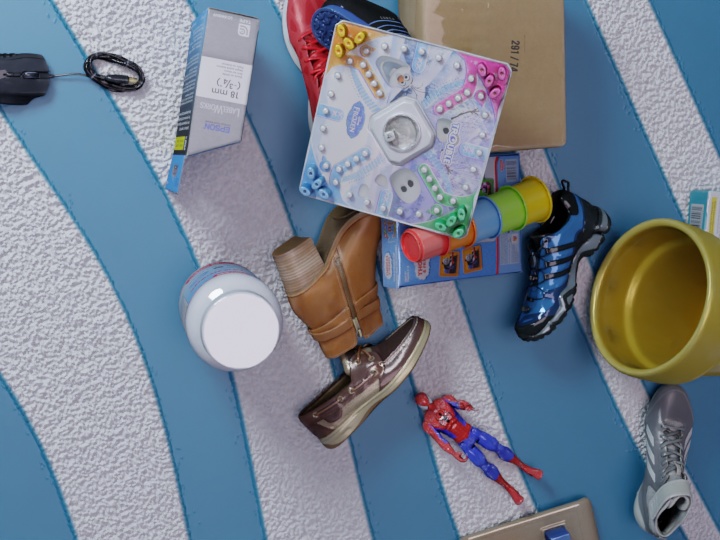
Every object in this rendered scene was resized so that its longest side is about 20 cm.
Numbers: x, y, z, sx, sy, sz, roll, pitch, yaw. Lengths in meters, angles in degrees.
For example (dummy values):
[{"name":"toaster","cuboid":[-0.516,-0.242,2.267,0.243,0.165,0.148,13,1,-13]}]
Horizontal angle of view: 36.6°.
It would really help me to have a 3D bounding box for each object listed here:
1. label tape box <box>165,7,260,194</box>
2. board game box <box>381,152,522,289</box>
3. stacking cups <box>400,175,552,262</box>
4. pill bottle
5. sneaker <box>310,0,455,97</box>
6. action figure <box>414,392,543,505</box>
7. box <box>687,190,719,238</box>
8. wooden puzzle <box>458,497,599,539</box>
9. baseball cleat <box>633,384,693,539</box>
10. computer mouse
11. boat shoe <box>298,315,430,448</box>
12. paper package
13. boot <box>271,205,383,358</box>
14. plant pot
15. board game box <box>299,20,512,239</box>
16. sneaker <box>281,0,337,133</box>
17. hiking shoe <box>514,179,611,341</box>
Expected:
[{"name":"label tape box","cuboid":[-0.169,-0.183,1.229,0.063,0.144,0.202,8,94,-16]},{"name":"board game box","cuboid":[0.113,-0.064,1.327,0.199,0.036,0.152,-6,98,-36]},{"name":"stacking cups","cuboid":[0.137,-0.053,1.290,0.199,0.060,0.061,-24,101,-29]},{"name":"pill bottle","cuboid":[-0.146,0.053,1.228,0.108,0.200,0.110,-1,96,-13]},{"name":"sneaker","cuboid":[0.041,-0.248,1.235,0.200,0.070,0.078,38,44,0]},{"name":"action figure","cuboid":[0.151,0.221,1.372,0.200,0.099,0.065,39,85,-11]},{"name":"box","cuboid":[0.538,-0.062,1.455,0.199,0.049,0.083,3,95,-13]},{"name":"wooden puzzle","cuboid":[0.239,0.416,1.436,0.199,0.046,0.187,-16,99,-11]},{"name":"baseball cleat","cuboid":[0.412,0.252,1.429,0.069,0.106,0.202,6,92,-9]},{"name":"computer mouse","cuboid":[-0.346,-0.221,1.239,0.199,0.034,0.059,-5,96,-13]},{"name":"boat shoe","cuboid":[0.003,0.125,1.340,0.072,0.072,0.200,43,92,-15]},{"name":"paper package","cuboid":[0.146,-0.244,1.317,0.189,0.103,0.202,-4,97,-11]},{"name":"boot","cuboid":[0.000,0.000,1.332,0.199,0.074,0.155,-31,111,-13]},{"name":"plant pot","cuboid":[0.427,0.052,1.377,0.188,0.200,0.202,14,93,-30]},{"name":"board game box","cuboid":[0.045,-0.152,1.195,0.199,0.026,0.201,16,107,6]},{"name":"sneaker","cuboid":[-0.035,-0.241,1.268,0.078,0.115,0.201,-19,100,-11]},{"name":"hiking shoe","cuboid":[0.235,-0.008,1.377,0.086,0.074,0.201,33,77,-22]}]
